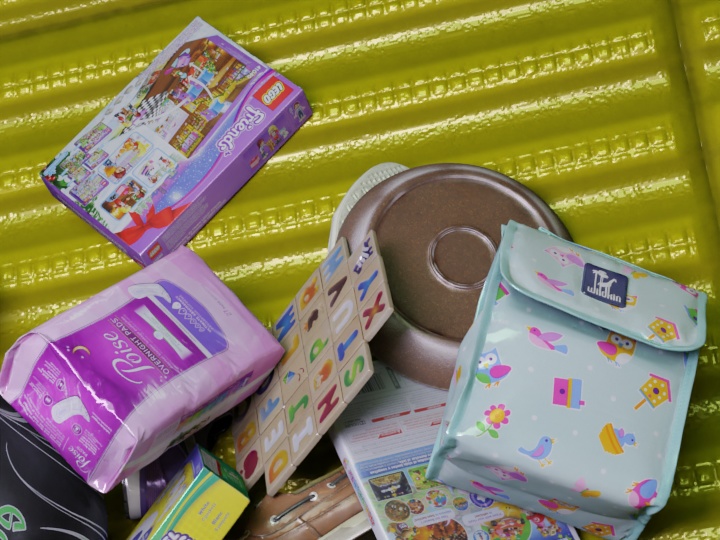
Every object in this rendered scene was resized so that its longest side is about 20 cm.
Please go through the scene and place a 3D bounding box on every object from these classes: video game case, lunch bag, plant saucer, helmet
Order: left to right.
[{"bbox_3d":[-0.278,0.188,1.496,0.199,0.191,0.201,-27,33,19],"label":"helmet"},{"bbox_3d":[0.061,0.145,1.504,0.142,0.018,0.201,-11,54,-23],"label":"video game case"},{"bbox_3d":[0.078,-0.004,1.574,0.198,0.032,0.202,3,61,-5],"label":"plant saucer"},{"bbox_3d":[0.155,0.072,1.475,0.169,0.122,0.201,19,66,1],"label":"lunch bag"}]

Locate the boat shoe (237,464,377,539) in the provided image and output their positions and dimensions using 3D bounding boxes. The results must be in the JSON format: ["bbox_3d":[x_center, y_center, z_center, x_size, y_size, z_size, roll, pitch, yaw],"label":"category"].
[{"bbox_3d":[-0.054,0.202,1.511,0.199,0.072,0.068,-23,57,-13],"label":"boat shoe"}]

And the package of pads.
[{"bbox_3d":[-0.158,0.068,1.503,0.120,0.076,0.200,43,37,12],"label":"package of pads"}]

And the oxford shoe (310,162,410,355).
[{"bbox_3d":[0.000,0.000,1.617,0.075,0.058,0.201,23,59,-8],"label":"oxford shoe"}]

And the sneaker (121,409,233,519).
[{"bbox_3d":[-0.144,0.100,1.602,0.087,0.076,0.202,-3,63,-3],"label":"sneaker"}]

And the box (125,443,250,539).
[{"bbox_3d":[-0.158,0.225,1.478,0.048,0.117,0.201,35,89,-8],"label":"box"}]

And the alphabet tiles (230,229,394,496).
[{"bbox_3d":[-0.040,0.069,1.529,0.200,0.006,0.167,-52,28,25],"label":"alphabet tiles"}]

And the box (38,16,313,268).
[{"bbox_3d":[-0.156,-0.107,1.731,0.137,0.039,0.200,36,75,30],"label":"box"}]
